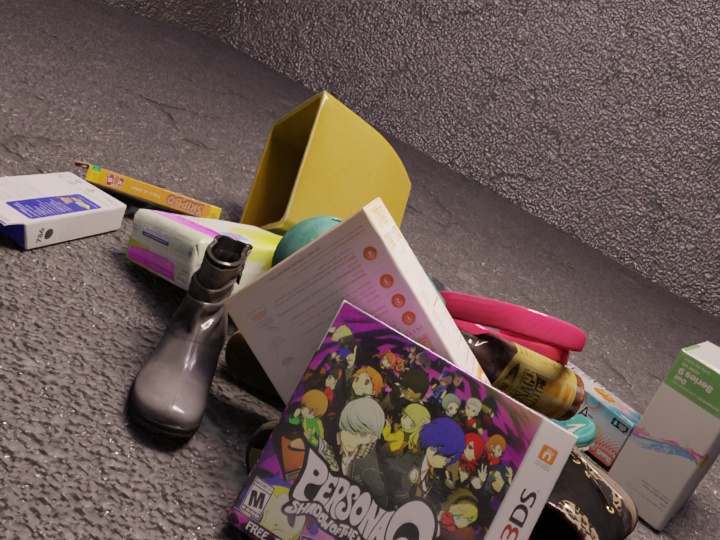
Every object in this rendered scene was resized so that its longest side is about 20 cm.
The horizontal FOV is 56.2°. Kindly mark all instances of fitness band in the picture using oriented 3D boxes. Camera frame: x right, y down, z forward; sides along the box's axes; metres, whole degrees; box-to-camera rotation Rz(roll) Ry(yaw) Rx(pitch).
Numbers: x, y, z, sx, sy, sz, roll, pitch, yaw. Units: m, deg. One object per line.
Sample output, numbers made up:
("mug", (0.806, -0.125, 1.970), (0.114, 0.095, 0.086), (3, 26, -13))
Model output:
("fitness band", (0.173, 0.066, 0.808), (0.142, 0.038, 0.198), (28, -12, -36))

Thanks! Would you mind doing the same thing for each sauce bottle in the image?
("sauce bottle", (0.164, 0.113, 0.773), (0.197, 0.067, 0.066), (23, 18, -17))

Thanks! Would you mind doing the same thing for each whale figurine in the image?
("whale figurine", (0.000, 0.000, 0.745), (0.195, 0.106, 0.159), (9, 17, -8))

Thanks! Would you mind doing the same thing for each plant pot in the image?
("plant pot", (-0.040, -0.110, 1.002), (0.197, 0.198, 0.194), (23, -14, -26))

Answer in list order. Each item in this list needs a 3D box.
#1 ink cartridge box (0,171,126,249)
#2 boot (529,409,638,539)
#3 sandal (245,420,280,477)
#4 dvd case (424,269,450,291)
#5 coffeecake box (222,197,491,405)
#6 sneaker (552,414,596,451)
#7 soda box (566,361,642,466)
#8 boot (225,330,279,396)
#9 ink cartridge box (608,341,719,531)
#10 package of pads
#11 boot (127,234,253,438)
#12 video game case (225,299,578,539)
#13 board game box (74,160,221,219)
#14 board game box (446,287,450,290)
("ink cartridge box", (-0.371, -0.071, 0.773), (0.098, 0.040, 0.200), (30, 17, 11))
("boot", (0.180, 0.218, 0.687), (0.199, 0.074, 0.150), (41, 22, 23))
("sandal", (0.001, 0.179, 0.545), (0.198, 0.081, 0.057), (30, 5, 11))
("dvd case", (0.152, 0.088, 0.968), (0.148, 0.016, 0.201), (36, 21, -32))
("coffeecake box", (0.001, 0.067, 0.584), (0.202, 0.152, 0.073), (58, 18, -4))
("sneaker", (0.216, 0.169, 0.848), (0.197, 0.081, 0.078), (24, 18, -9))
("soda box", (0.294, 0.178, 0.941), (0.063, 0.069, 0.199), (5, 26, -46))
("boot", (-0.031, 0.097, 0.725), (0.197, 0.073, 0.155), (25, 16, 4))
("ink cartridge box", (0.397, 0.197, 0.826), (0.087, 0.203, 0.144), (33, 20, 34))
("package of pads", (-0.162, -0.017, 0.813), (0.153, 0.070, 0.198), (20, 9, 41))
("boot", (-0.148, 0.045, 0.608), (0.069, 0.134, 0.201), (20, 19, -15))
("video game case", (0.029, 0.150, 0.492), (0.197, 0.184, 0.036), (29, -6, 10))
("board game box", (-0.298, -0.107, 0.938), (0.197, 0.031, 0.095), (21, -4, -23))
("board game box", (0.060, 0.043, 1.030), (0.149, 0.048, 0.200), (27, 18, 1))
